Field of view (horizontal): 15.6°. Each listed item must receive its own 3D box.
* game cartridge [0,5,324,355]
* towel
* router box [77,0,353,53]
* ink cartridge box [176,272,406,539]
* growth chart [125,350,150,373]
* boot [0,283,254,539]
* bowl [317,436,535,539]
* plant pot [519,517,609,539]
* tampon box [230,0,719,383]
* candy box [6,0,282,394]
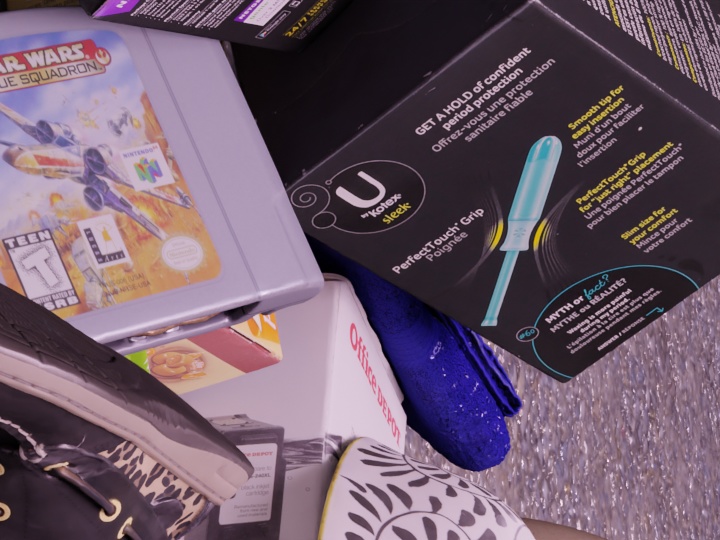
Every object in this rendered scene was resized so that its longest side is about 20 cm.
[{"bbox_3d":[-0.114,-0.030,0.966,0.199,0.041,0.134,-16,81,-42],"label":"game cartridge"},{"bbox_3d":[0.000,0.000,1.255,0.049,0.148,0.200,-41,137,-10],"label":"towel"},{"bbox_3d":[-0.098,-0.178,1.026,0.200,0.051,0.149,55,23,18],"label":"router box"},{"bbox_3d":[-0.037,0.122,1.159,0.145,0.083,0.201,67,24,-59],"label":"ink cartridge box"},{"bbox_3d":[-0.102,0.125,1.032,0.145,0.018,0.201,90,7,-73],"label":"growth chart"},{"bbox_3d":[-0.134,0.086,0.879,0.151,0.073,0.200,-52,149,2],"label":"boot"},{"bbox_3d":[0.044,0.171,1.116,0.201,0.094,0.202,-1,90,-77],"label":"bowl"},{"bbox_3d":[0.055,0.200,1.296,0.134,0.200,0.201,36,39,-13],"label":"plant pot"},{"bbox_3d":[0.067,-0.073,1.117,0.200,0.150,0.127,30,34,-40],"label":"tampon box"},{"bbox_3d":[-0.093,-0.061,1.094,0.115,0.055,0.201,36,40,-62],"label":"candy box"}]
